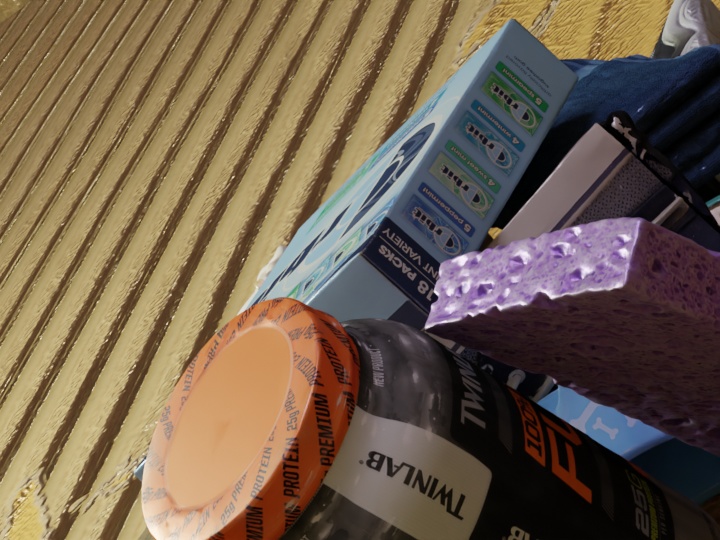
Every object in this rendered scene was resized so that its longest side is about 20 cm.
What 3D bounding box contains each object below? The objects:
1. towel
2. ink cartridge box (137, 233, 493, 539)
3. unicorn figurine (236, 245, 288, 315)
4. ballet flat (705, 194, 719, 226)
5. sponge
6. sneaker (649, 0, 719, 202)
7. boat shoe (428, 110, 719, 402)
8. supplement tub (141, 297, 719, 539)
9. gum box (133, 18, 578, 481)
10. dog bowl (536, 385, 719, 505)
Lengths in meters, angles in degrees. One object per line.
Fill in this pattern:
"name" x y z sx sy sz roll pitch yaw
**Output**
"towel" 0.095 -0.059 1.290 0.112 0.049 0.200 -36 17 -16
"ink cartridge box" -0.006 0.081 1.298 0.165 0.075 0.200 -36 7 27
"unicorn figurine" -0.042 0.032 1.559 0.200 0.074 0.137 -44 5 8
"ballet flat" 0.140 0.013 1.220 0.199 0.068 0.073 -16 52 19
"sponge" 0.133 0.034 0.988 0.111 0.200 0.030 -14 58 52
"sneaker" 0.148 -0.071 1.412 0.114 0.076 0.200 -37 15 20
"boat shoe" 0.074 0.034 1.145 0.200 0.093 0.075 -49 -1 -6
"supplement tub" 0.028 0.097 0.992 0.122 0.200 0.123 -37 36 33
"gum box" 0.000 0.000 1.192 0.170 0.045 0.200 -43 9 38
"dog bowl" 0.083 0.084 1.123 0.200 0.111 0.050 -33 63 22
